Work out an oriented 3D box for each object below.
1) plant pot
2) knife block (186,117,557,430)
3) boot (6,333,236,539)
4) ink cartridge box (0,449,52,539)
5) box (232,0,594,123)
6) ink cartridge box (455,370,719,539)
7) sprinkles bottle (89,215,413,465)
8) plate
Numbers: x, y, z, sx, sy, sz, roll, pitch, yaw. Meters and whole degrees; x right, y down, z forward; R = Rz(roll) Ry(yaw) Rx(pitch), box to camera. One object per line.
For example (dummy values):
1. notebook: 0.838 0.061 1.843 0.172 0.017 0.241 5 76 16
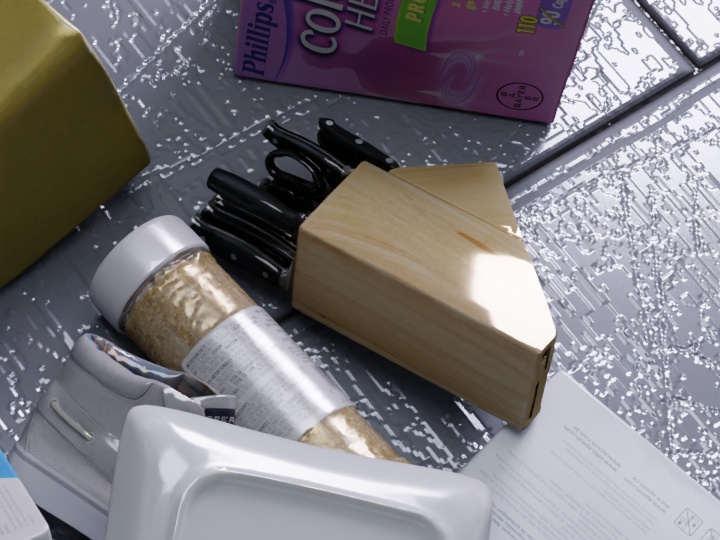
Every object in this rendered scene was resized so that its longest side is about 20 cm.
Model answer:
1. plant pot: -0.260 -0.075 1.214 0.194 0.196 0.200 40 80 14
2. knife block: 0.000 0.000 1.255 0.175 0.064 0.200 -5 47 -12
3. boot: -0.084 0.109 1.171 0.199 0.074 0.096 29 95 16
4. ink cartridge box: -0.254 0.160 1.118 0.199 0.068 0.116 -18 28 -18
5. box: 0.035 -0.185 1.323 0.199 0.176 0.097 9 59 -3
6. ink cartridge box: 0.115 0.182 1.204 0.199 0.041 0.200 41 64 16
7. sprinkles bottle: -0.059 0.060 1.231 0.068 0.068 0.200 -36 71 -25
8. plate: -0.033 0.179 1.109 0.199 0.032 0.201 14 74 -18
